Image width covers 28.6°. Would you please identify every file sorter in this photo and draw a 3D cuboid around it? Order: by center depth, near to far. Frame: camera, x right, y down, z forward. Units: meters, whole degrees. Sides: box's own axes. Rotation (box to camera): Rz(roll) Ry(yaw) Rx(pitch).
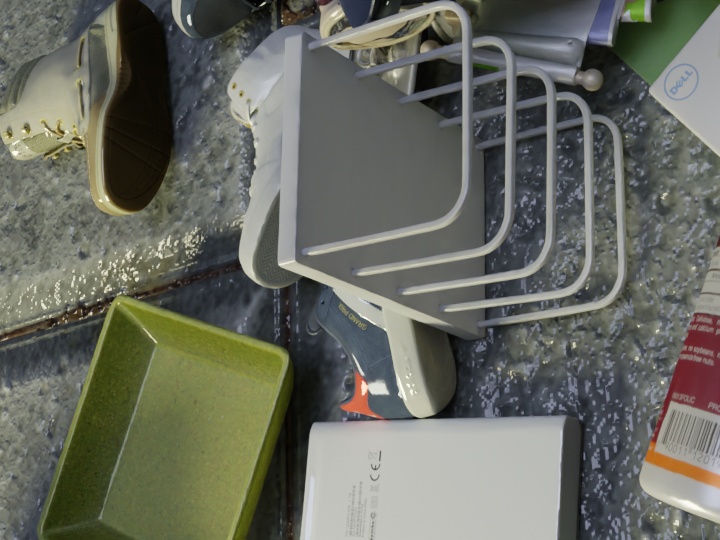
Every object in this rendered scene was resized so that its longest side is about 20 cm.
[{"bbox_3d":[0.062,-0.053,0.836,0.124,0.200,0.140,-10,70,34],"label":"file sorter"}]

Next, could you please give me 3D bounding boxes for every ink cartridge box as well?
[{"bbox_3d":[0.227,-0.154,0.834,0.146,0.048,0.200,-50,53,16],"label":"ink cartridge box"}]

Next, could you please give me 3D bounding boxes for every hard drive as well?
[{"bbox_3d":[0.045,0.161,0.895,0.199,0.026,0.133,-6,72,38],"label":"hard drive"}]

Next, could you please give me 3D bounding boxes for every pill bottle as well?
[{"bbox_3d":[0.227,0.037,0.727,0.114,0.114,0.201,18,87,41],"label":"pill bottle"}]

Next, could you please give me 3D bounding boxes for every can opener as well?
[{"bbox_3d":[0.020,-0.083,0.984,0.053,0.067,0.201,10,96,39],"label":"can opener"}]

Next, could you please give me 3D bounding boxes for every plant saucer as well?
[{"bbox_3d":[-0.135,0.136,1.035,0.199,0.048,0.201,15,85,41],"label":"plant saucer"}]

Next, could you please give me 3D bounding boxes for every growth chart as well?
[{"bbox_3d":[0.139,-0.205,0.895,0.144,0.018,0.201,21,79,28],"label":"growth chart"}]

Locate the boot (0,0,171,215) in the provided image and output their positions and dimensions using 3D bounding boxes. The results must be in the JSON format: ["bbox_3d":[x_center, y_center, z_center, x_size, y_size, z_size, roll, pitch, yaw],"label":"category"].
[{"bbox_3d":[-0.236,-0.116,1.184,0.154,0.072,0.201,-22,58,32],"label":"boot"}]

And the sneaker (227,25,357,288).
[{"bbox_3d":[-0.057,-0.088,1.033,0.115,0.074,0.201,16,77,43],"label":"sneaker"}]

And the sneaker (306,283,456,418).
[{"bbox_3d":[0.000,0.000,0.921,0.084,0.075,0.201,-11,86,28],"label":"sneaker"}]

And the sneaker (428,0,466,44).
[{"bbox_3d":[0.068,-0.259,0.988,0.090,0.066,0.201,-27,62,24],"label":"sneaker"}]

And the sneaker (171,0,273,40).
[{"bbox_3d":[-0.054,-0.224,1.064,0.202,0.077,0.146,-45,50,18],"label":"sneaker"}]

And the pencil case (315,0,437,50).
[{"bbox_3d":[0.001,-0.242,0.939,0.089,0.077,0.201,134,131,-60],"label":"pencil case"}]

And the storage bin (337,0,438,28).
[{"bbox_3d":[0.057,-0.252,0.810,0.146,0.134,0.201,-114,26,-47],"label":"storage bin"}]
